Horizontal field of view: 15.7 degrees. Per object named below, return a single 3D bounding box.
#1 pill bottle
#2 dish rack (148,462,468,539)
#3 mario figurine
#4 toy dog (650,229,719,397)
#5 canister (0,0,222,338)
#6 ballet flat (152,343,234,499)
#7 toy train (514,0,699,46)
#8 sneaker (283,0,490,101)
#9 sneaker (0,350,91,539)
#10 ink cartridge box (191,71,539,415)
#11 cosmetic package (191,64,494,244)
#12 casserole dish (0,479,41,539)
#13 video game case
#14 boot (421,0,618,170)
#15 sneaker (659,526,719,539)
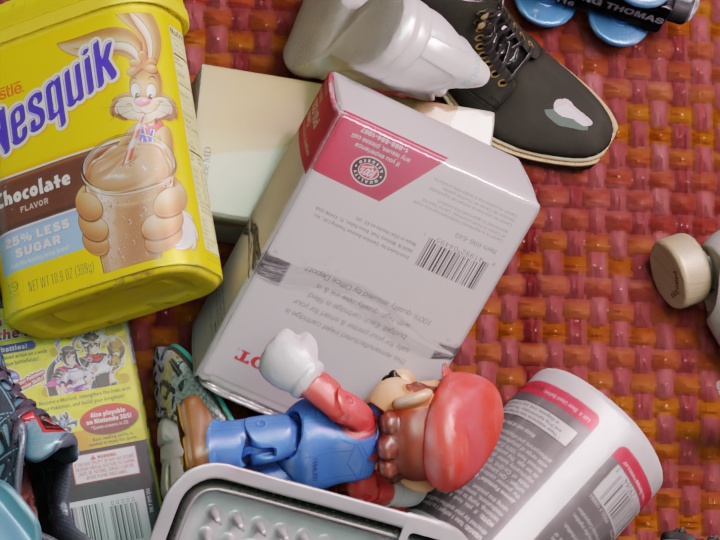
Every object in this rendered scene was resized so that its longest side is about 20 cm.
[{"bbox_3d":[0.090,0.168,1.656,0.111,0.111,0.200,45,72,1],"label":"pill bottle"},{"bbox_3d":[-0.046,0.204,1.551,0.199,0.044,0.173,17,102,-19],"label":"dish rack"},{"bbox_3d":[-0.012,0.093,1.590,0.198,0.124,0.107,-8,77,-6],"label":"mario figurine"},{"bbox_3d":[0.276,0.045,1.731,0.132,0.096,0.200,-39,87,-17],"label":"toy dog"},{"bbox_3d":[-0.168,-0.072,1.633,0.148,0.086,0.202,-17,71,18],"label":"canister"},{"bbox_3d":[-0.085,0.141,1.645,0.072,0.072,0.201,-36,87,-17],"label":"ballet flat"},{"bbox_3d":[0.140,-0.229,1.775,0.198,0.087,0.115,16,66,-6],"label":"toy train"},{"bbox_3d":[0.017,-0.141,1.680,0.088,0.200,0.076,24,92,-25],"label":"sneaker"},{"bbox_3d":[-0.209,0.098,1.583,0.079,0.095,0.202,-12,85,-59],"label":"sneaker"},{"bbox_3d":[0.000,0.000,1.629,0.145,0.085,0.201,24,109,-16],"label":"ink cartridge box"},{"bbox_3d":[-0.019,-0.064,1.706,0.198,0.071,0.106,7,77,-10],"label":"cosmetic package"},{"bbox_3d":[-0.267,0.196,1.504,0.200,0.039,0.121,-41,90,18],"label":"casserole dish"},{"bbox_3d":[-0.232,0.110,1.646,0.198,0.026,0.182,-10,80,-13],"label":"video game case"},{"bbox_3d":[0.092,-0.144,1.713,0.199,0.138,0.078,30,73,-5],"label":"boot"},{"bbox_3d":[0.283,0.236,1.708,0.198,0.066,0.091,15,77,-4],"label":"sneaker"}]
